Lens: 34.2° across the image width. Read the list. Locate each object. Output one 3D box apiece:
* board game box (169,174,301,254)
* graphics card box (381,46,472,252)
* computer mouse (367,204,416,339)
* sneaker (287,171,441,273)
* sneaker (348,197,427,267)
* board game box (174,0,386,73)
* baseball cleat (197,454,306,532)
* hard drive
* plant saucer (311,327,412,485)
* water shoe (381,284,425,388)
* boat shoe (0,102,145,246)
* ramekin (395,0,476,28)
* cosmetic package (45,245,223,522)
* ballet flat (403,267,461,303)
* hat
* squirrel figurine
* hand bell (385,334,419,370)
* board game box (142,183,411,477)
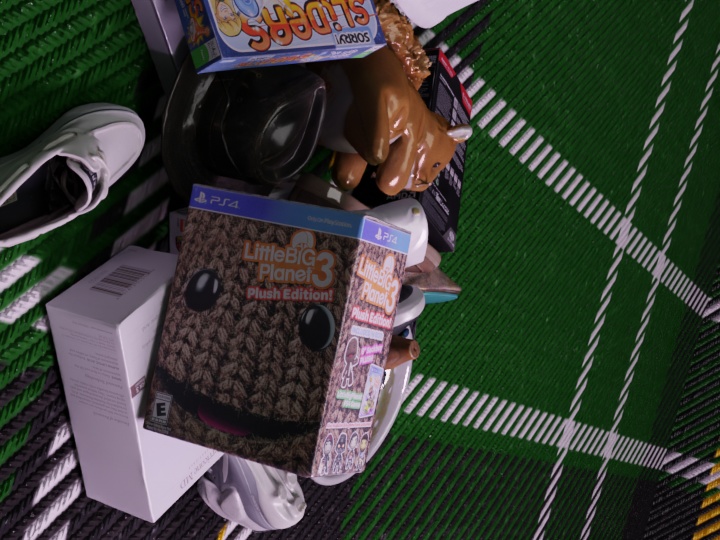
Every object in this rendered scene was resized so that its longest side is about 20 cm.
[{"bbox_3d":[-0.107,-0.012,1.123,0.200,0.034,0.127,-24,122,-55],"label":"board game box"},{"bbox_3d":[0.079,-0.134,1.333,0.125,0.050,0.202,45,48,-58],"label":"graphics card box"},{"bbox_3d":[0.016,0.018,1.330,0.200,0.046,0.142,39,65,-55],"label":"computer mouse"},{"bbox_3d":[-0.004,-0.029,1.174,0.199,0.070,0.076,29,92,-38],"label":"sneaker"},{"bbox_3d":[0.000,0.000,1.088,0.115,0.074,0.200,-14,162,-24],"label":"sneaker"},{"bbox_3d":[-0.072,-0.240,0.974,0.199,0.034,0.137,-18,89,-47],"label":"board game box"},{"bbox_3d":[-0.133,0.170,1.128,0.201,0.106,0.070,64,30,-9],"label":"baseball cleat"},{"bbox_3d":[-0.113,-0.239,1.019,0.200,0.027,0.133,-53,144,-34],"label":"hard drive"},{"bbox_3d":[-0.016,0.129,1.257,0.200,0.050,0.202,-37,138,-42],"label":"plant saucer"},{"bbox_3d":[0.004,0.080,1.094,0.079,0.200,0.071,53,42,-5],"label":"water shoe"},{"bbox_3d":[-0.220,-0.070,0.867,0.200,0.065,0.073,-33,130,-50],"label":"boat shoe"},{"bbox_3d":[0.075,-0.351,1.144,0.200,0.097,0.202,44,37,-47],"label":"ramekin"},{"bbox_3d":[-0.185,0.095,0.987,0.113,0.081,0.202,-44,137,-47],"label":"cosmetic package"},{"bbox_3d":[0.034,0.005,1.253,0.199,0.068,0.068,-3,83,-45],"label":"ballet flat"},{"bbox_3d":[-0.080,-0.134,1.010,0.200,0.080,0.202,-26,123,-51],"label":"hat"},{"bbox_3d":[0.032,-0.172,1.170,0.186,0.141,0.202,14,78,-47],"label":"squirrel figurine"},{"bbox_3d":[-0.035,0.074,1.024,0.104,0.199,0.105,16,70,-54],"label":"hand bell"},{"bbox_3d":[-0.065,0.047,0.937,0.097,0.158,0.202,15,86,-65],"label":"board game box"}]
